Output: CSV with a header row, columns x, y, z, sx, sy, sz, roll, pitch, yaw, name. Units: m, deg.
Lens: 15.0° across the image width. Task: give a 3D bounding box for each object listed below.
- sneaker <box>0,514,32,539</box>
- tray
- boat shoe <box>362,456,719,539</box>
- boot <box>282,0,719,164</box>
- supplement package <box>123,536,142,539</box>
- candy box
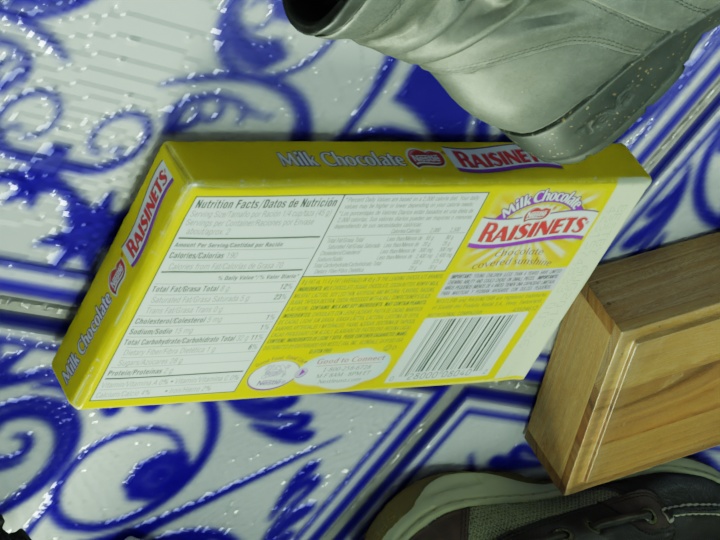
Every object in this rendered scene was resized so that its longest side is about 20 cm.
x,y,z,sx,sy,sz,roll,pitch,yaw,name
-0.179,0.113,0.874,0.085,0.078,0.200,-42,146,14,sneaker
0.168,0.022,1.084,0.199,0.037,0.099,-15,142,-25,tray
0.088,0.121,1.116,0.199,0.065,0.073,-3,134,-39,boat shoe
0.079,-0.121,0.809,0.200,0.068,0.130,-45,139,15,boot
-0.045,0.202,1.058,0.120,0.121,0.200,-43,145,15,supplement package
0.000,0.000,0.926,0.199,0.026,0.102,-1,133,-39,candy box
